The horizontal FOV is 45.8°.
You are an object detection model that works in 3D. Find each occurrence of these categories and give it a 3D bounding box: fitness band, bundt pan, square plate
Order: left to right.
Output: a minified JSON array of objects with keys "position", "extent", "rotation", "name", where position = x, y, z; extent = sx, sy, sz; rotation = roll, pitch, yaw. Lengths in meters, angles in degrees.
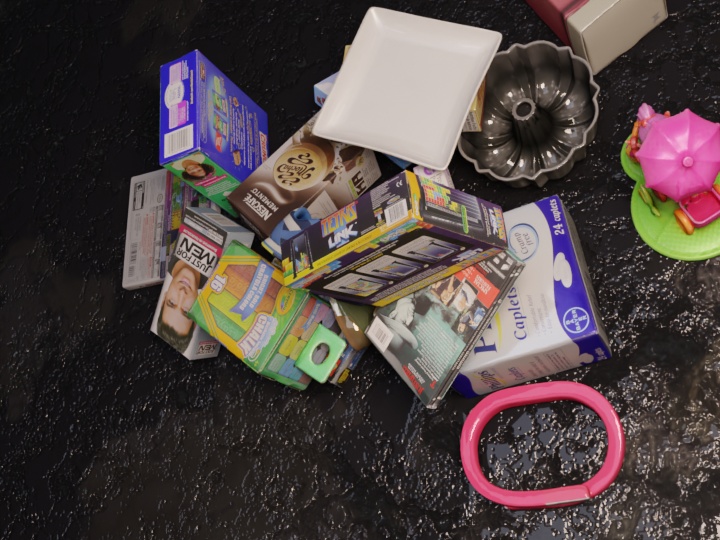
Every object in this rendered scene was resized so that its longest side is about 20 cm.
[{"position":[0.060,-0.235,1.099],"extent":[0.197,0.028,0.201],"rotation":[19,76,24],"name":"square plate"},{"position":[0.227,-0.200,1.145],"extent":[0.198,0.076,0.206],"rotation":[-9,69,23],"name":"bundt pan"},{"position":[0.218,0.210,1.028],"extent":[0.196,0.037,0.146],"rotation":[-12,65,22],"name":"fitness band"}]

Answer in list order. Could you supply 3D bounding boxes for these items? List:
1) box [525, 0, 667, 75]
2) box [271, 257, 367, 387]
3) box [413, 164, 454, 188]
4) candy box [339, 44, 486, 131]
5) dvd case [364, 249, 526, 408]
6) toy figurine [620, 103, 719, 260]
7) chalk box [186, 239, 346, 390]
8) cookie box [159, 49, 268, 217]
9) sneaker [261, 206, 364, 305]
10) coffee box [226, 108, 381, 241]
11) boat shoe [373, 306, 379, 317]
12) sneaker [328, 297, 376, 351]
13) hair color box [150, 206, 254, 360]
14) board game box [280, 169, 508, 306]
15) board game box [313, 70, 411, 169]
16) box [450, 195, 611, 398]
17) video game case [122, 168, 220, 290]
[{"position":[0.302,-0.393,1.159],"extent":[0.127,0.109,0.202],"rotation":[-37,59,9],"name":"box"},{"position":[-0.065,0.055,1.220],"extent":[0.199,0.040,0.138],"rotation":[34,88,32],"name":"box"},{"position":[0.112,-0.044,1.048],"extent":[0.041,0.039,0.203],"rotation":[-22,62,17],"name":"box"},{"position":[0.069,-0.247,1.149],"extent":[0.196,0.055,0.118],"rotation":[1,68,20],"name":"candy box"},{"position":[0.093,0.036,0.998],"extent":[0.146,0.022,0.202],"rotation":[45,112,42],"name":"dvd case"},{"position":[0.365,-0.133,0.990],"extent":[0.149,0.184,0.202],"rotation":[-33,60,11],"name":"toy figurine"},{"position":[-0.109,0.072,1.140],"extent":[0.198,0.124,0.126],"rotation":[31,87,32],"name":"chalk box"},{"position":[-0.217,-0.201,1.296],"extent":[0.074,0.200,0.174],"rotation":[-15,65,21],"name":"cookie box"},{"position":[-0.049,-0.022,1.103],"extent":[0.199,0.074,0.083],"rotation":[33,82,41],"name":"sneaker"},{"position":[-0.081,-0.123,1.244],"extent":[0.200,0.080,0.113],"rotation":[-44,58,-11],"name":"coffee box"},{"position":[0.049,0.048,1.103],"extent":[0.068,0.071,0.204],"rotation":[-20,98,-9],"name":"boat shoe"},{"position":[0.000,0.000,1.146],"extent":[0.089,0.067,0.203],"rotation":[-29,57,17],"name":"sneaker"},{"position":[-0.237,0.019,1.270],"extent":[0.098,0.060,0.203],"rotation":[28,107,32],"name":"hair color box"},{"position":[0.036,-0.027,0.937],"extent":[0.198,0.164,0.058],"rotation":[-26,64,38],"name":"board game box"},{"position":[0.050,-0.243,1.235],"extent":[0.150,0.037,0.199],"rotation":[-34,55,-24],"name":"board game box"},{"position":[0.187,0.036,1.064],"extent":[0.197,0.105,0.187],"rotation":[-20,64,20],"name":"box"},{"position":[-0.308,-0.079,1.402],"extent":[0.179,0.023,0.204],"rotation":[-11,66,23],"name":"video game case"}]
